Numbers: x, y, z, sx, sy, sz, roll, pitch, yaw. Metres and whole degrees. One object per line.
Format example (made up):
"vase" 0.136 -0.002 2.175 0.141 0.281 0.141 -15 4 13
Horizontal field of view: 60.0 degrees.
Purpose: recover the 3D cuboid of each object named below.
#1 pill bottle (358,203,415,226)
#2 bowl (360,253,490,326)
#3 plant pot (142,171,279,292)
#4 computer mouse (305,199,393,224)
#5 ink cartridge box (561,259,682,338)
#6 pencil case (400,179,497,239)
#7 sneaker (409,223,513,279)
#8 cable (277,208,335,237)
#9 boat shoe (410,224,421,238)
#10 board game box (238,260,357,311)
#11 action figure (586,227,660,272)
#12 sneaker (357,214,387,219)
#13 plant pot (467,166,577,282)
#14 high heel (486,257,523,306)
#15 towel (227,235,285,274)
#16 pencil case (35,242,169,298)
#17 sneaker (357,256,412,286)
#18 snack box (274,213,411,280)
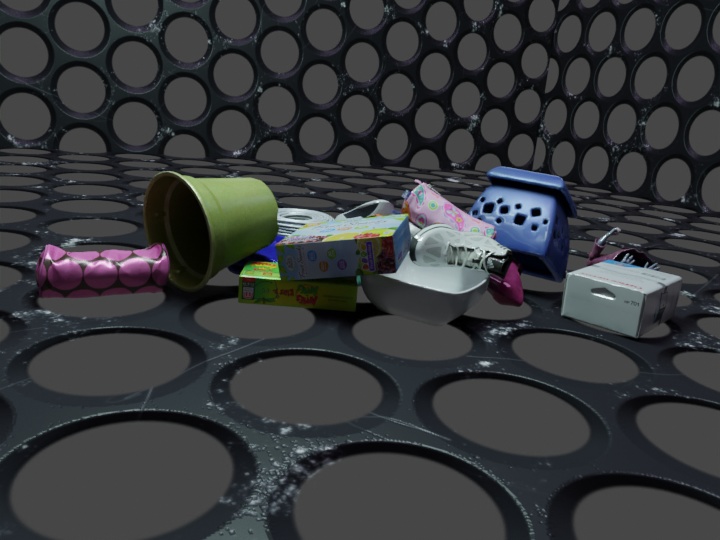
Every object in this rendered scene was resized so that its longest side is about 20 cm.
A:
"pill bottle" 0.070 -0.073 1.366 0.114 0.118 0.199 -7 19 -37
"bowl" 0.113 0.033 1.085 0.197 0.076 0.199 13 17 28
"plant pot" -0.250 -0.084 1.102 0.198 0.204 0.183 17 25 36
"computer mouse" -0.019 -0.094 1.314 0.197 0.045 0.109 -20 -24 27
"ink cartridge box" 0.481 0.046 1.150 0.145 0.088 0.198 19 21 40
"pencil case" 0.173 -0.096 1.236 0.199 0.088 0.087 35 23 12
"sneaker" 0.185 -0.032 1.067 0.198 0.077 0.115 -2 15 -36
"cable" -0.156 -0.101 1.472 0.196 0.071 0.200 1 16 -16
"boat shoe" 0.155 -0.014 1.237 0.198 0.069 0.072 34 1 -9
"board game box" -0.106 0.026 1.081 0.196 0.049 0.102 5 15 -4
"action figure" 0.562 -0.002 1.394 0.149 0.134 0.200 -42 14 -9
"sneaker" -0.018 -0.066 1.234 0.198 0.071 0.089 -19 -27 32
"plant pot" 0.349 -0.104 1.336 0.197 0.183 0.199 16 -6 32
"high heel" 0.301 0.031 1.224 0.096 0.068 0.199 37 28 23
"towel" -0.170 -0.032 1.259 0.145 0.051 0.200 7 16 9
"pencil case" -0.413 -0.004 1.005 0.197 0.091 0.095 -1 54 -30
"sneaker" 0.000 0.000 1.215 0.196 0.076 0.087 4 -8 -14
"snack box" -0.023 -0.041 1.057 0.196 0.069 0.169 -3 15 15
